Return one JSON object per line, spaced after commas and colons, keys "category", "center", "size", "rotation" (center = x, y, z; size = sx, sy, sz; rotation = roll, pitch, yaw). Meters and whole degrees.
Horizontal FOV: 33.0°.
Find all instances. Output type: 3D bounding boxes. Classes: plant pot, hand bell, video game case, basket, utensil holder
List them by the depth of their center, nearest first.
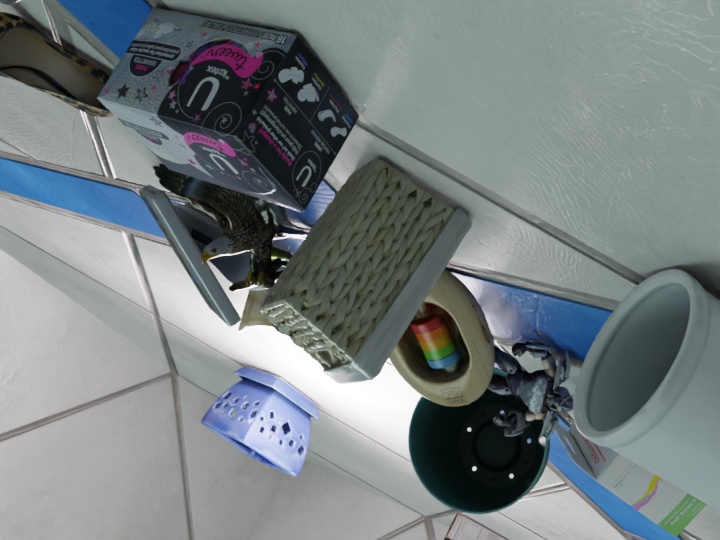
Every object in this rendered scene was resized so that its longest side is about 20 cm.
{"category": "utensil holder", "center": [0.321, 0.123, 1.097], "size": [0.198, 0.172, 0.170], "rotation": [31, 166, -12]}
{"category": "basket", "center": [0.000, 0.000, 1.253], "size": [0.123, 0.201, 0.135], "rotation": [36, 165, -10]}
{"category": "video game case", "center": [-0.236, -0.024, 1.664], "size": [0.202, 0.024, 0.182], "rotation": [60, 170, -14]}
{"category": "plant pot", "center": [0.183, 0.246, 1.750], "size": [0.198, 0.203, 0.161], "rotation": [24, 177, 20]}
{"category": "hand bell", "center": [-0.089, 0.078, 1.955], "size": [0.197, 0.106, 0.104], "rotation": [18, 166, -2]}
{"category": "plant pot", "center": [-0.226, 0.350, 2.896], "size": [0.199, 0.182, 0.200], "rotation": [10, 156, 50]}

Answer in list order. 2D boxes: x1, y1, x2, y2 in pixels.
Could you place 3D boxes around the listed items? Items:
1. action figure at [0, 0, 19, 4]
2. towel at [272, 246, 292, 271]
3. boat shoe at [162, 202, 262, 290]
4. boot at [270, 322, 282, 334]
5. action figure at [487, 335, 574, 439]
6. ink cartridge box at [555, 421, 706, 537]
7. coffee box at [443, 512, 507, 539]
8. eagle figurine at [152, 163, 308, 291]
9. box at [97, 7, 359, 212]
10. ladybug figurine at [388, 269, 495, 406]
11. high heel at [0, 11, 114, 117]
{"category": "action figure", "center": [-0.229, -0.301, 0.775], "size": [0.103, 0.196, 0.200], "rotation": [-12, 168, -31]}
{"category": "towel", "center": [-0.058, 0.028, 1.804], "size": [0.198, 0.023, 0.144], "rotation": [30, 166, 2]}
{"category": "boat shoe", "center": [-0.197, -0.043, 1.764], "size": [0.199, 0.074, 0.065], "rotation": [35, -155, 14]}
{"category": "boot", "center": [-0.004, 0.022, 1.549], "size": [0.200, 0.074, 0.155], "rotation": [0, 143, -22]}
{"category": "action figure", "center": [0.185, 0.135, 1.515], "size": [0.198, 0.132, 0.069], "rotation": [25, -166, 34]}
{"category": "ink cartridge box", "center": [0.343, 0.242, 1.565], "size": [0.199, 0.067, 0.117], "rotation": [36, -165, -24]}
{"category": "coffee box", "center": [0.336, 0.757, 3.372], "size": [0.198, 0.080, 0.115], "rotation": [27, 165, 9]}
{"category": "eagle figurine", "center": [-0.161, -0.066, 1.549], "size": [0.150, 0.151, 0.202], "rotation": [-20, 106, 18]}
{"category": "box", "center": [-0.126, -0.153, 1.143], "size": [0.198, 0.116, 0.132], "rotation": [18, 162, 37]}
{"category": "ladybug figurine", "center": [0.094, 0.073, 1.462], "size": [0.134, 0.072, 0.202], "rotation": [-12, 116, 23]}
{"category": "high heel", "center": [-0.361, -0.235, 1.390], "size": [0.141, 0.072, 0.199], "rotation": [28, -177, 31]}
